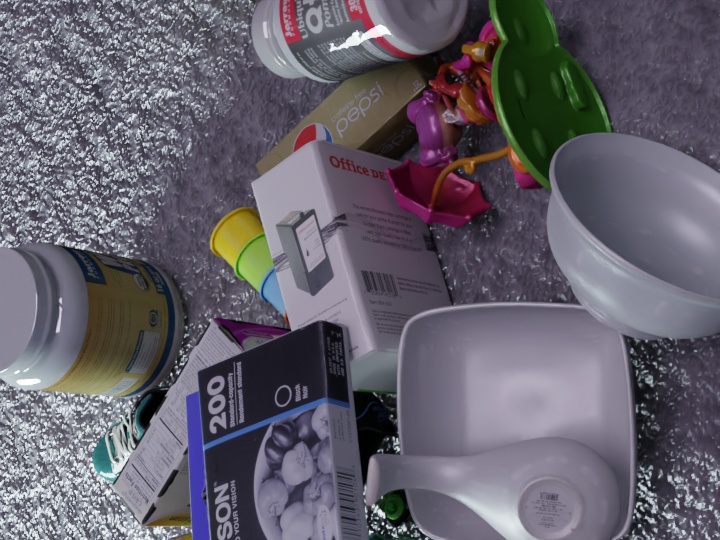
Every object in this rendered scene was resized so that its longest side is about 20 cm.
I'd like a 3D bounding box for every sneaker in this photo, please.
[{"bbox_3d":[-0.043,0.196,1.429,0.078,0.070,0.201,44,109,38],"label":"sneaker"},{"bbox_3d":[-0.212,0.157,1.556,0.199,0.080,0.072,-31,66,30],"label":"sneaker"}]

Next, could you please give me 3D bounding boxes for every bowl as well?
[{"bbox_3d":[0.223,-0.011,1.200,0.201,0.200,0.091,50,133,31],"label":"bowl"},{"bbox_3d":[0.133,0.124,1.272,0.198,0.075,0.202,-2,92,21],"label":"bowl"}]

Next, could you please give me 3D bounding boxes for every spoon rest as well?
[{"bbox_3d":[0.106,0.174,1.226,0.198,0.061,0.100,8,98,9],"label":"spoon rest"}]

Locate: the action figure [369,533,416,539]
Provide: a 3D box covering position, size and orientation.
[{"bbox_3d":[-0.018,0.307,1.406,0.200,0.055,0.118,-48,55,17],"label":"action figure"}]

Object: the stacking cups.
[{"bbox_3d":[-0.068,0.021,1.480,0.200,0.060,0.061,47,111,33],"label":"stacking cups"}]

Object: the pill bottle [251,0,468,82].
[{"bbox_3d":[-0.008,-0.227,1.359,0.199,0.110,0.112,-9,77,52],"label":"pill bottle"}]

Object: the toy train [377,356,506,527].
[{"bbox_3d":[0.075,0.140,1.368,0.201,0.042,0.056,-55,46,17],"label":"toy train"}]

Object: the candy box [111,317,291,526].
[{"bbox_3d":[-0.128,0.147,1.459,0.061,0.136,0.201,44,110,34],"label":"candy box"}]

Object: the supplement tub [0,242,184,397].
[{"bbox_3d":[-0.290,0.050,1.558,0.144,0.199,0.146,-6,79,36],"label":"supplement tub"}]

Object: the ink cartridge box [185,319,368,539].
[{"bbox_3d":[-0.086,0.164,1.287,0.199,0.043,0.200,-25,60,35],"label":"ink cartridge box"}]

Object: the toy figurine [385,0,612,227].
[{"bbox_3d":[0.094,-0.121,1.334,0.183,0.149,0.202,-26,77,41],"label":"toy figurine"}]

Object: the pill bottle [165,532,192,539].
[{"bbox_3d":[-0.107,0.282,1.381,0.199,0.109,0.110,-21,70,48],"label":"pill bottle"}]

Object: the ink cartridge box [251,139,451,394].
[{"bbox_3d":[0.000,0.000,1.378,0.084,0.145,0.202,-30,66,32],"label":"ink cartridge box"}]

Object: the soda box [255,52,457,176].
[{"bbox_3d":[-0.003,-0.129,1.452,0.200,0.064,0.068,-41,61,26],"label":"soda box"}]
